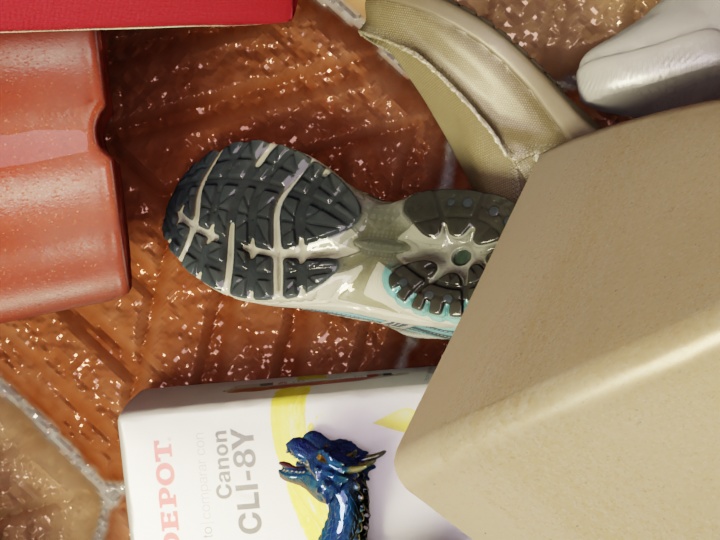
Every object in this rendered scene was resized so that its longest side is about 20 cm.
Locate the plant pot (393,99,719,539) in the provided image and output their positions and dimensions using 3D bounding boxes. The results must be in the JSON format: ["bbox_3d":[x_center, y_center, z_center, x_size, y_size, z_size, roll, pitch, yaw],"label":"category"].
[{"bbox_3d":[0.168,0.040,1.148,0.200,0.177,0.200,38,52,-14],"label":"plant pot"}]

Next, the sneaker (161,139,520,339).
[{"bbox_3d":[0.000,0.000,1.295,0.200,0.086,0.078,15,73,26],"label":"sneaker"}]

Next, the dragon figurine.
[{"bbox_3d":[0.022,0.156,1.207,0.200,0.059,0.099,43,114,22],"label":"dragon figurine"}]

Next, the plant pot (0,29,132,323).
[{"bbox_3d":[-0.208,-0.050,1.258,0.195,0.201,0.201,-7,93,-4],"label":"plant pot"}]

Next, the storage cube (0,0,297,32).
[{"bbox_3d":[-0.115,-0.222,1.199,0.200,0.171,0.180,-2,128,-6],"label":"storage cube"}]

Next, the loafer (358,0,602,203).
[{"bbox_3d":[0.072,-0.058,1.287,0.200,0.076,0.067,40,89,1],"label":"loafer"}]

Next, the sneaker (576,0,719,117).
[{"bbox_3d":[0.187,-0.136,1.286,0.200,0.075,0.089,-20,80,-2],"label":"sneaker"}]

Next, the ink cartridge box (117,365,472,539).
[{"bbox_3d":[-0.007,0.123,1.298,0.200,0.083,0.145,-5,94,4],"label":"ink cartridge box"}]
